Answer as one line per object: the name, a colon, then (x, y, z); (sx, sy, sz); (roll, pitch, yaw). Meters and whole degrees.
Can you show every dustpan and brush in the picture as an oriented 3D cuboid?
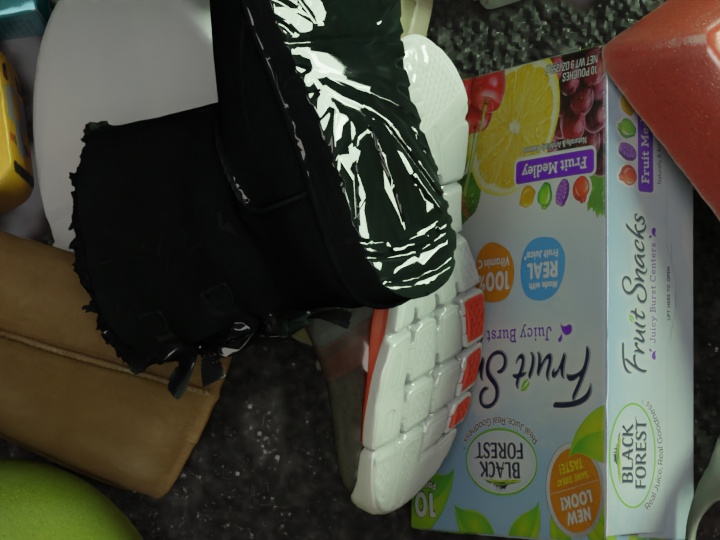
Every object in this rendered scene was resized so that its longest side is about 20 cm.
dustpan and brush: (-0.101, -0.120, 0.905); (0.139, 0.057, 0.201); (-17, 89, 33)

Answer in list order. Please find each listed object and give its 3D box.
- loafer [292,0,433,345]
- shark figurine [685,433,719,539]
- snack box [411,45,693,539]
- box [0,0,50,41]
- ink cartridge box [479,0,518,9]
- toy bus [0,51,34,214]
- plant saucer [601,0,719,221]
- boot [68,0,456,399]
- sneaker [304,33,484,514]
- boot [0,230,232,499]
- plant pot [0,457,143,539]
loafer: (-0.017, -0.068, 0.897); (0.075, 0.068, 0.202); (-3, 75, 35)
shark figurine: (0.209, 0.070, 0.844); (0.089, 0.214, 0.129); (-17, 67, 36)
snack box: (0.080, 0.013, 0.863); (0.053, 0.142, 0.202); (3, 85, -31)
box: (-0.248, -0.139, 0.922); (0.198, 0.049, 0.083); (-9, 85, -1)
ink cartridge box: (0.126, -0.222, 0.914); (0.199, 0.083, 0.146); (-19, 85, -2)
toy bus: (-0.252, -0.043, 0.905); (0.198, 0.065, 0.079); (-9, 85, -1)
plant saucer: (0.228, -0.063, 0.824); (0.199, 0.037, 0.200); (-35, 85, -29)
boot: (-0.053, -0.057, 0.783); (0.073, 0.162, 0.200); (-18, 92, -45)
sneaker: (0.000, 0.000, 0.840); (0.081, 0.077, 0.202); (9, 102, 34)
boot: (-0.143, -0.007, 0.858); (0.199, 0.066, 0.176); (21, 113, -19)
plant pot: (-0.199, 0.154, 0.794); (0.186, 0.200, 0.189); (-5, 75, 20)
